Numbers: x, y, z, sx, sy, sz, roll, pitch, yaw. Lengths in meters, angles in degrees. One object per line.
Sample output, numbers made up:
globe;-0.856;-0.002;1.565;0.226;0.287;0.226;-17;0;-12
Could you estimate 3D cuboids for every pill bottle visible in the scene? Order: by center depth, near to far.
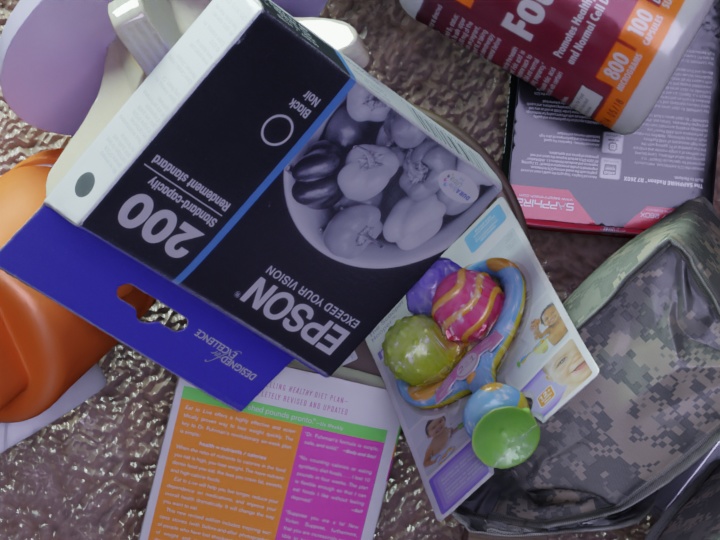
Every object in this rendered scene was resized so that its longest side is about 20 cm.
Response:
pill bottle;0.092;-0.170;1.462;0.199;0.114;0.115;29;87;0

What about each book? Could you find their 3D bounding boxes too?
book;-0.058;0.148;1.508;0.133;0.048;0.201;14;100;-2

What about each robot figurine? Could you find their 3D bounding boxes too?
robot figurine;-0.183;0.006;1.458;0.116;0.144;0.200;38;42;5

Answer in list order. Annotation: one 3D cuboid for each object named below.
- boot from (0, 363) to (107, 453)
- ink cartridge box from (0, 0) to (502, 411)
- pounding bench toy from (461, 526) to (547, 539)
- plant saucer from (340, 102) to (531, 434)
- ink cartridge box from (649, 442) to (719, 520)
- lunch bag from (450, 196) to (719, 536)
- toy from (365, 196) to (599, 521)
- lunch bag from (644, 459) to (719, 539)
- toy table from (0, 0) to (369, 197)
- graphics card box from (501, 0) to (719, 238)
boot;-0.252;0.071;1.506;0.199;0.074;0.096;-25;95;-2
ink cartridge box;-0.057;-0.024;1.369;0.200;0.043;0.198;-47;130;12
pounding bench toy;0.053;0.250;1.476;0.124;0.156;0.201;19;67;0
plant saucer;0.000;0.000;1.518;0.199;0.029;0.201;1;99;9
ink cartridge box;0.285;0.134;1.549;0.200;0.057;0.163;40;86;-20
lunch bag;0.140;0.069;1.454;0.200;0.164;0.118;-41;88;16
toy;0.049;0.034;1.401;0.115;0.200;0.047;-44;121;12
lunch bag;0.221;0.185;1.388;0.200;0.164;0.118;-40;106;-39
toy table;-0.095;-0.107;1.412;0.200;0.117;0.184;-36;133;16
graphics card box;0.151;-0.120;1.543;0.125;0.051;0.201;5;88;-1
